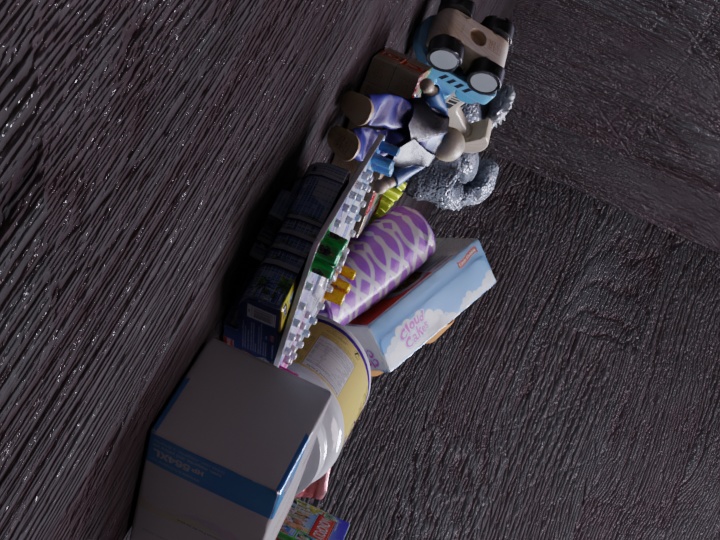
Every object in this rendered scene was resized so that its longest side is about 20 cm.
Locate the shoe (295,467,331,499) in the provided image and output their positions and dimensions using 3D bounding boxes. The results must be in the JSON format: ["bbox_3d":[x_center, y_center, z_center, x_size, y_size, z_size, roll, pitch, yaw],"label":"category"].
[{"bbox_3d":[-0.075,0.175,1.599,0.071,0.090,0.201,143,-46,-67],"label":"shoe"}]

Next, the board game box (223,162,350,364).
[{"bbox_3d":[-0.063,-0.021,1.268,0.200,0.061,0.201,103,10,-66],"label":"board game box"}]

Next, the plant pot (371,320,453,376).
[{"bbox_3d":[0.019,0.059,1.954,0.140,0.200,0.200,-50,-179,21],"label":"plant pot"}]

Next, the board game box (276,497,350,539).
[{"bbox_3d":[-0.086,0.307,1.589,0.200,0.134,0.029,-7,121,-86],"label":"board game box"}]

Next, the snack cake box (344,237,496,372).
[{"bbox_3d":[0.056,0.038,1.626,0.200,0.067,0.115,-38,-156,-29],"label":"snack cake box"}]

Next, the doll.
[{"bbox_3d":[0.045,-0.143,1.438,0.199,0.048,0.137,0,118,-52],"label":"doll"}]

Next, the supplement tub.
[{"bbox_3d":[-0.076,0.145,1.430,0.200,0.145,0.146,-56,169,-66],"label":"supplement tub"}]

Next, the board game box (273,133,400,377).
[{"bbox_3d":[-0.025,-0.001,1.255,0.200,0.026,0.201,-62,174,-51],"label":"board game box"}]

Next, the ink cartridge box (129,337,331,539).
[{"bbox_3d":[-0.124,0.190,1.217,0.129,0.125,0.201,-61,173,-47],"label":"ink cartridge box"}]

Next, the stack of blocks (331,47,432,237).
[{"bbox_3d":[0.016,-0.151,1.533,0.115,0.058,0.201,-54,167,-70],"label":"stack of blocks"}]

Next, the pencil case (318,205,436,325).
[{"bbox_3d":[0.000,0.000,1.571,0.200,0.084,0.085,-34,-167,-31],"label":"pencil case"}]

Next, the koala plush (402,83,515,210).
[{"bbox_3d":[0.133,-0.209,1.958,0.201,0.177,0.184,-64,167,23],"label":"koala plush"}]

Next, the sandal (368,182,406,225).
[{"bbox_3d":[-0.003,-0.079,1.699,0.087,0.079,0.201,-14,-130,53],"label":"sandal"}]

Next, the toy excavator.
[{"bbox_3d":[0.133,-0.253,1.786,0.200,0.194,0.100,-33,-145,53],"label":"toy excavator"}]
